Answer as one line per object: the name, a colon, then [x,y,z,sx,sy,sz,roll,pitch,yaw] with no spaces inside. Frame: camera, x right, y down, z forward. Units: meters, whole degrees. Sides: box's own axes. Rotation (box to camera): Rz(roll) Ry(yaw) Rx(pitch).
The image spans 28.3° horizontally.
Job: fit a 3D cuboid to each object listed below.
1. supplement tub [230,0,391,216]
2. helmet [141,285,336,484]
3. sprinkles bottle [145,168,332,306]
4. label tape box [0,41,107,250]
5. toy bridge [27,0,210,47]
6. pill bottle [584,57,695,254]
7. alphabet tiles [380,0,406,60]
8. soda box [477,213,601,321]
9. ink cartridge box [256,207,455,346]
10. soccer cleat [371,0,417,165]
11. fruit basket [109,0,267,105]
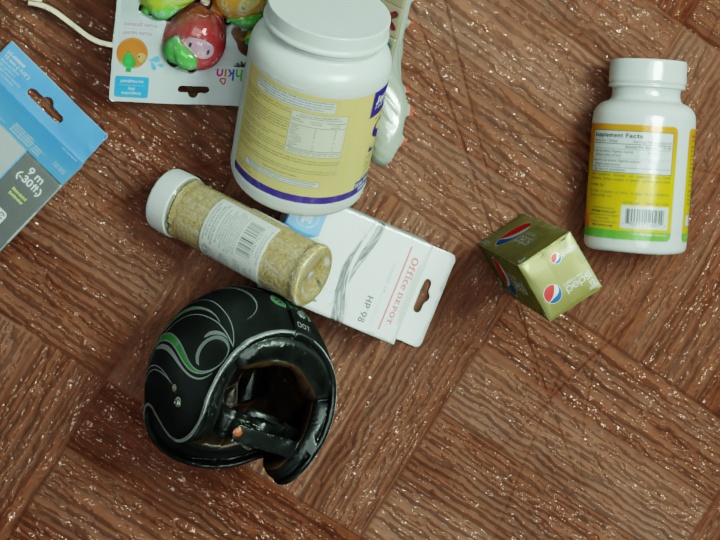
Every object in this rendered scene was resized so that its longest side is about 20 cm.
supplement tub: [-0.048,-0.173,1.425,0.143,0.146,0.202,8,127,-8]
helmet: [-0.127,0.116,1.458,0.198,0.190,0.203,-6,103,-27]
sprinkles bottle: [-0.125,-0.034,1.457,0.198,0.068,0.069,28,93,23]
label tape box: [-0.378,-0.114,1.464,0.143,0.066,0.200,44,91,-9]
toy bridge: [-0.246,-0.264,1.485,0.197,0.027,0.068,8,97,-8]
pill bottle: [0.300,-0.122,1.529,0.109,0.111,0.203,3,95,-8]
alphabet tiles: [-0.015,-0.324,1.423,0.166,0.008,0.202,32,130,24]
soda box: [0.182,-0.007,1.480,0.064,0.200,0.068,-32,100,-2]
ink cartridge box: [0.000,0.000,1.524,0.198,0.067,0.117,22,92,-9]
soccer cleat: [0.013,-0.213,1.502,0.077,0.069,0.203,4,88,-26]
fruit basket: [-0.155,-0.262,1.436,0.183,0.094,0.203,0,108,-22]
